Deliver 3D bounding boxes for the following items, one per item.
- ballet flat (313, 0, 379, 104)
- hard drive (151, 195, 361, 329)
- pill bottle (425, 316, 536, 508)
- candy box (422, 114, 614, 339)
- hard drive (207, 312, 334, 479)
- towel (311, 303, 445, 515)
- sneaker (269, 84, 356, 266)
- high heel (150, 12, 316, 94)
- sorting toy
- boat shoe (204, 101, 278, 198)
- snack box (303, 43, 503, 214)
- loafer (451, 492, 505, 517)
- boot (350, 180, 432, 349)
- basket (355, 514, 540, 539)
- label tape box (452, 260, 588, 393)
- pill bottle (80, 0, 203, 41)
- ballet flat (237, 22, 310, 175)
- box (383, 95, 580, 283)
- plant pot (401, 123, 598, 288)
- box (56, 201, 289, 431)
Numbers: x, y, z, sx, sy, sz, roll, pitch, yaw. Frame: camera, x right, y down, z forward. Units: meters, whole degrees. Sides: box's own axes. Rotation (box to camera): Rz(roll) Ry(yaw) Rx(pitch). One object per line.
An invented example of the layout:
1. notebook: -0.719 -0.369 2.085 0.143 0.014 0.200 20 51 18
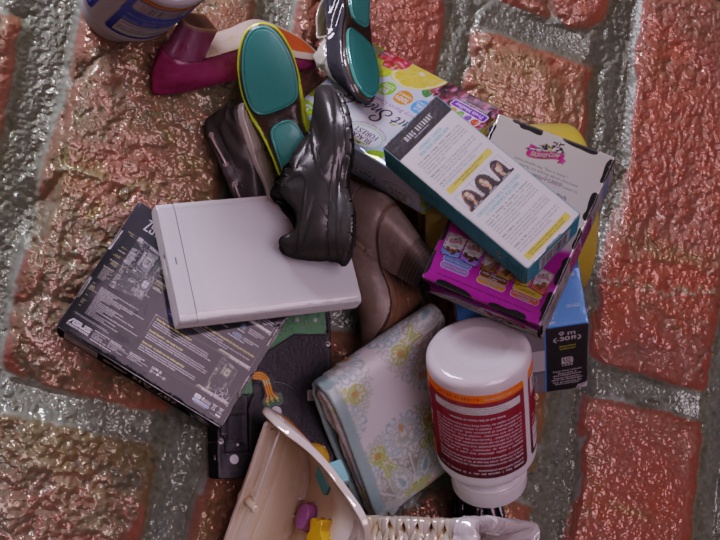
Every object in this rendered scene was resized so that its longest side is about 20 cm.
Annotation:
1. ballet flat: -0.019 -0.261 1.684 0.073 0.073 0.201 11 58 -24
2. hard drive: -0.108 -0.014 1.564 0.199 0.027 0.132 -6 69 -23
3. pill bottle: 0.133 0.158 1.614 0.113 0.113 0.200 -30 133 -26
4. candy box: 0.168 -0.047 1.573 0.136 0.061 0.200 23 78 15
5. hard drive: -0.099 0.125 1.633 0.139 0.038 0.201 0 84 -26
6. towel: 0.043 0.160 1.658 0.171 0.048 0.200 -35 122 -27
7. sneaker: -0.049 -0.103 1.565 0.090 0.076 0.201 0 69 0
8. high heel: -0.140 -0.229 1.665 0.200 0.096 0.068 7 38 -38
9. sorting toy: -0.054 0.271 1.532 0.107 0.180 0.201 14 100 -34
10. boat shoe: -0.117 -0.086 1.648 0.067 0.057 0.201 -26 101 -66
11. snack box: 0.040 -0.161 1.660 0.142 0.200 0.053 -43 145 -23
12. loafer: 0.133 0.317 1.707 0.063 0.072 0.201 -13 92 -23
13. boot: 0.000 0.000 1.667 0.146 0.200 0.070 38 34 17
14. basket: 0.083 0.355 1.584 0.198 0.160 0.201 20 73 -61
15. label tape box: 0.178 0.063 1.663 0.144 0.200 0.063 -8 53 2
16. pill bottle: -0.222 -0.300 1.535 0.112 0.200 0.113 3 83 -25
17. ballet flat: -0.088 -0.172 1.632 0.067 0.067 0.201 -18 102 0
18. box: 0.122 -0.083 1.529 0.200 0.049 0.082 42 77 17
19. plant pot: 0.151 -0.065 1.703 0.188 0.201 0.202 -4 85 -11
20. box: -0.191 0.048 1.564 0.200 0.044 0.161 31 73 -4
